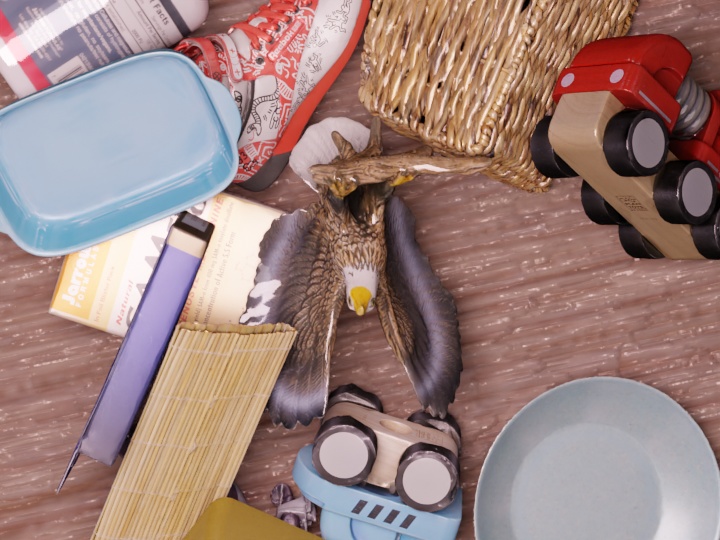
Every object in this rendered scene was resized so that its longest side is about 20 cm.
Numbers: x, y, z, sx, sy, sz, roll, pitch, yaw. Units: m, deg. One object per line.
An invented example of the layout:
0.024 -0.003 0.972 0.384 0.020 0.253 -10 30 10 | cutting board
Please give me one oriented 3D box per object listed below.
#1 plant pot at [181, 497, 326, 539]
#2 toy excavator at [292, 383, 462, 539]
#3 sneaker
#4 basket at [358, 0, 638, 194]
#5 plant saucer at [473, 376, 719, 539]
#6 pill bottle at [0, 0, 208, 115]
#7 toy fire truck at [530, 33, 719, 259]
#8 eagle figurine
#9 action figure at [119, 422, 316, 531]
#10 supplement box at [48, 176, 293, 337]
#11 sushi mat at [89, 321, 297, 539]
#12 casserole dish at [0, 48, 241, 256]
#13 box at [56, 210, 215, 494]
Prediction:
-0.077 0.284 1.508 0.199 0.177 0.200 26 120 -21 | plant pot
0.031 0.210 1.610 0.193 0.100 0.201 18 106 -2 | toy excavator
-0.072 -0.163 1.561 0.108 0.067 0.202 23 97 -42 | sneaker
0.099 -0.178 1.593 0.142 0.149 0.201 25 93 29 | basket
0.176 0.179 1.622 0.199 0.039 0.203 -1 93 -14 | plant saucer
-0.178 -0.206 1.549 0.199 0.120 0.120 -34 95 -1 | pill bottle
0.244 -0.127 1.566 0.176 0.128 0.201 38 66 -35 | toy fire truck
-0.002 0.004 1.515 0.151 0.151 0.201 21 128 23 | eagle figurine
-0.102 0.188 1.607 0.130 0.069 0.201 -32 107 -7 | action figure
-0.117 0.001 1.588 0.198 0.074 0.127 17 92 -3 | supplement box
-0.119 0.119 1.502 0.095 0.012 0.201 3 123 -35 | sushi mat
-0.179 -0.087 1.506 0.199 0.039 0.122 -21 116 7 | casserole dish
-0.155 0.060 1.495 0.032 0.121 0.201 25 96 -4 | box
